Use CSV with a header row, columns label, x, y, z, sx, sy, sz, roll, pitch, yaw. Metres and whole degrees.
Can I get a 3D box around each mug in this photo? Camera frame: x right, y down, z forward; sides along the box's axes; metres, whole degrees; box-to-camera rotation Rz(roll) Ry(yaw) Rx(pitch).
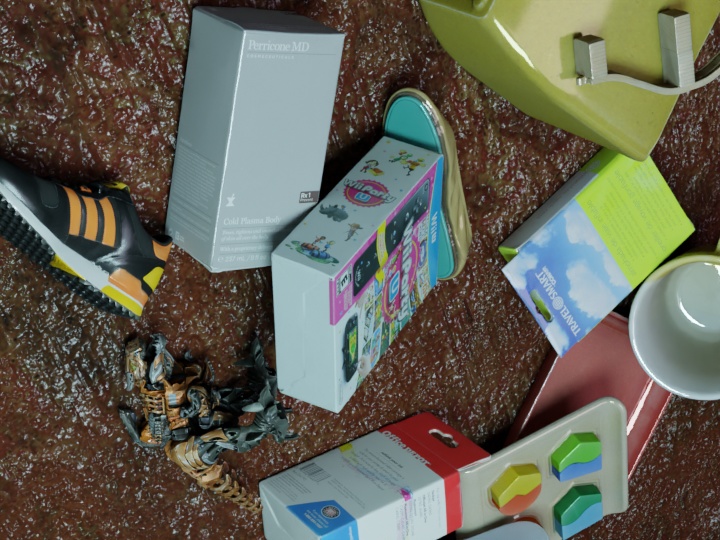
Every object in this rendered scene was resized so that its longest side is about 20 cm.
label,x,y,z,sx,sy,sz,roll,pitch,yaw
mug,0.376,0.030,1.652,0.186,0.150,0.153,-42,178,21

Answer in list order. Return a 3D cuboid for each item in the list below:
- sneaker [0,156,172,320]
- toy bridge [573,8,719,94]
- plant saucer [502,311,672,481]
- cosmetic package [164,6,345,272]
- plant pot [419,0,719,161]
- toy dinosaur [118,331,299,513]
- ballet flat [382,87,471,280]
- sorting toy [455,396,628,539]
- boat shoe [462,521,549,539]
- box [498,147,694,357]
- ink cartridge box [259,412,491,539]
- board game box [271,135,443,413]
label,x,y,z,sx,sy,sz,roll,pitch,yaw
sneaker,-0.227,-0.046,1.254,0.200,0.070,0.091,47,65,-40
toy bridge,0.264,-0.183,1.327,0.198,0.027,0.068,-19,115,-20
plant saucer,0.246,0.143,1.701,0.199,0.037,0.201,23,95,-41
cosmetic package,-0.089,-0.111,1.306,0.106,0.090,0.202,-7,117,-37
plant pot,0.168,-0.240,1.380,0.199,0.194,0.197,22,96,-35
toy dinosaur,-0.133,0.129,1.393,0.135,0.103,0.201,-25,141,2
ballet flat,0.064,-0.088,1.458,0.063,0.068,0.202,-50,139,-45
sorting toy,0.192,0.235,1.655,0.198,0.037,0.186,-22,134,-13
boat shoe,0.100,0.315,1.615,0.198,0.074,0.066,-11,132,1
box,0.230,-0.025,1.586,0.200,0.048,0.122,-42,111,-14
ink cartridge box,0.017,0.215,1.509,0.199,0.116,0.068,-20,120,-28
board game box,0.000,0.000,1.367,0.200,0.064,0.149,-51,150,-45
